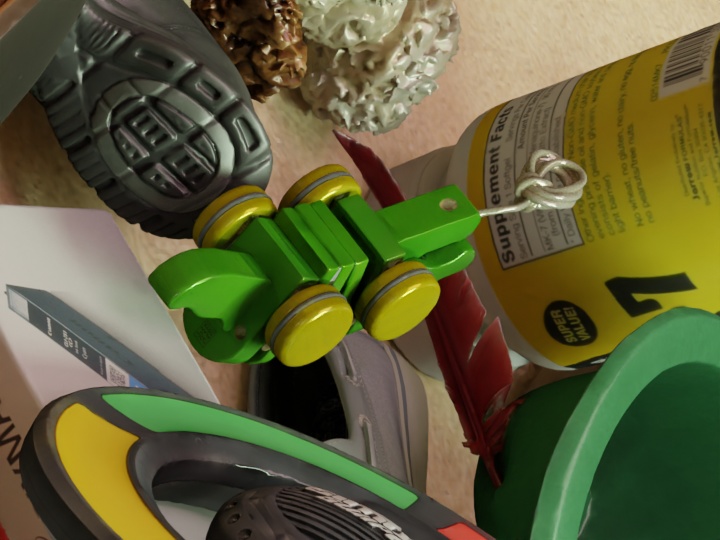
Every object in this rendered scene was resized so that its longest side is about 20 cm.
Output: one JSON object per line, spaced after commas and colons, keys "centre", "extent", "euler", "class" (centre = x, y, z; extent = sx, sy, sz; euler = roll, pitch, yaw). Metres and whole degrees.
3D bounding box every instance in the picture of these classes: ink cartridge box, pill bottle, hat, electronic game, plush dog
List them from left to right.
{"centre": [-0.100, 0.070, 0.923], "extent": [0.176, 0.045, 0.200], "euler": [0, 54, -56], "class": "ink cartridge box"}
{"centre": [-0.008, 0.090, 0.870], "extent": [0.200, 0.200, 0.042], "euler": [9, 111, -53], "class": "electronic game"}
{"centre": [-0.006, -0.155, 1.117], "extent": [0.160, 0.200, 0.172], "euler": [32, 14, -5], "class": "plush dog"}
{"centre": [0.049, 0.082, 1.114], "extent": [0.200, 0.176, 0.166], "euler": [-60, 137, -27], "class": "hat"}
{"centre": [0.106, -0.025, 1.182], "extent": [0.114, 0.199, 0.115], "euler": [29, 52, -45], "class": "pill bottle"}

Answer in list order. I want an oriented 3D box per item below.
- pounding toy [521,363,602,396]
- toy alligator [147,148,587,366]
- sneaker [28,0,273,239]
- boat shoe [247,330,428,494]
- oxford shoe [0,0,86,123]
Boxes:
{"centre": [0.169, 0.083, 1.306], "extent": [0.184, 0.142, 0.200], "euler": [56, 43, -13], "class": "pounding toy"}
{"centre": [0.000, 0.000, 1.040], "extent": [0.200, 0.054, 0.059], "euler": [-15, 57, -42], "class": "toy alligator"}
{"centre": [-0.110, -0.098, 1.033], "extent": [0.200, 0.076, 0.091], "euler": [50, 12, -16], "class": "sneaker"}
{"centre": [-0.014, 0.089, 1.061], "extent": [0.071, 0.070, 0.201], "euler": [36, 28, -28], "class": "boat shoe"}
{"centre": [-0.153, -0.060, 0.919], "extent": [0.071, 0.071, 0.200], "euler": [39, 51, 10], "class": "oxford shoe"}
